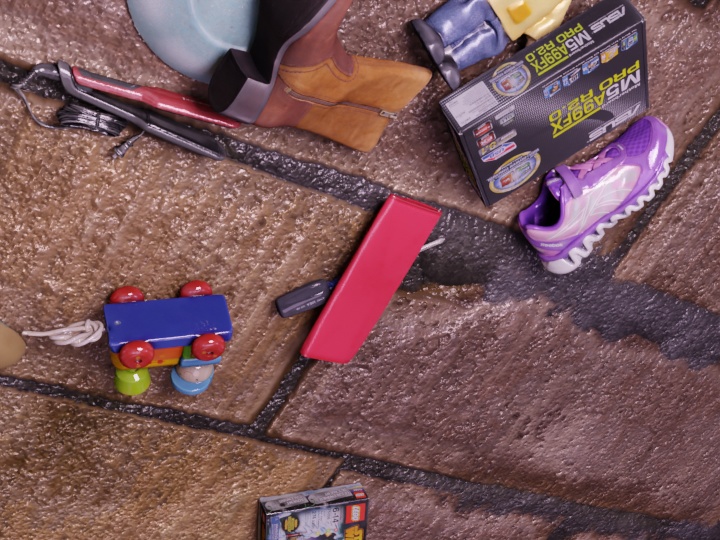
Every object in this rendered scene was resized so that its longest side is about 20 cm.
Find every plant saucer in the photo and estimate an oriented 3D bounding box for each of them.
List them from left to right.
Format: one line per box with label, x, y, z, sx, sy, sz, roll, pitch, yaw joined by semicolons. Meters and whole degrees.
plant saucer;-0.095;-0.239;0.874;0.200;0.039;0.202;-12;130;-15

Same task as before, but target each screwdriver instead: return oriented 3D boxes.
screwdriver;0.000;0.000;1.114;0.199;0.028;0.029;-27;103;-9

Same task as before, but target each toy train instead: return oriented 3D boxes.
toy train;-0.235;0.082;1.043;0.199;0.085;0.116;-5;141;-19

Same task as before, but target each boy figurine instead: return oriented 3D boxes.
boy figurine;0.149;-0.246;0.957;0.199;0.065;0.125;-30;129;6

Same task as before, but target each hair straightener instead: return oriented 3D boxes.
hair straightener;-0.208;-0.128;0.910;0.199;0.041;0.077;11;120;-29

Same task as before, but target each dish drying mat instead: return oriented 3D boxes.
dish drying mat;0.009;0.012;1.101;0.077;0.018;0.201;16;112;-39

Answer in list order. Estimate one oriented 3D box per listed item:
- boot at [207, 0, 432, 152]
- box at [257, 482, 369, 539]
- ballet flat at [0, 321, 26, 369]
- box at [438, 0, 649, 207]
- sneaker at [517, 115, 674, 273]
boot;-0.005;-0.181;0.900;0.199;0.069;0.188;7;131;-44
box;-0.064;0.375;1.333;0.136;0.040;0.201;-5;115;-20
ballet flat;-0.403;0.062;0.960;0.200;0.063;0.069;28;112;-37
box;0.185;-0.161;1.014;0.199;0.044;0.160;-31;152;2
sneaker;0.245;-0.089;1.112;0.088;0.081;0.200;31;110;-29
